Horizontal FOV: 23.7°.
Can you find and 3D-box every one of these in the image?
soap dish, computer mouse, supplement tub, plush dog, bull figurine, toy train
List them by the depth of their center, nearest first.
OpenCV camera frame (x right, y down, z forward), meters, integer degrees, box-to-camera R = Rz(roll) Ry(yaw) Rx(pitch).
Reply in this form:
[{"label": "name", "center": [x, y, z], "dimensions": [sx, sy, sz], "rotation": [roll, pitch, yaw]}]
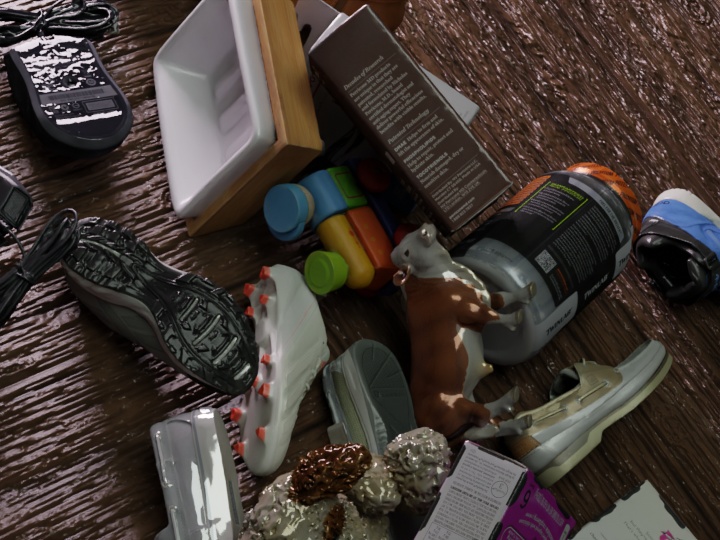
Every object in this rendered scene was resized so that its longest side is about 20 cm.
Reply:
[{"label": "plush dog", "center": [-0.035, 0.200, 1.318], "dimensions": [0.160, 0.201, 0.172], "rotation": [22, 5, 21]}, {"label": "computer mouse", "center": [-0.331, -0.030, 1.428], "dimensions": [0.200, 0.046, 0.141], "rotation": [35, 80, 24]}, {"label": "bull figurine", "center": [0.085, 0.058, 1.478], "dimensions": [0.121, 0.201, 0.065], "rotation": [4, 11, 23]}, {"label": "toy train", "center": [0.000, 0.000, 1.513], "dimensions": [0.115, 0.085, 0.201], "rotation": [-13, 69, -47]}, {"label": "soap dish", "center": [-0.111, -0.149, 1.543], "dimensions": [0.081, 0.157, 0.201], "rotation": [13, 52, -36]}, {"label": "computer mouse", "center": [-0.264, -0.164, 1.549], "dimensions": [0.138, 0.053, 0.201], "rotation": [-7, 49, -25]}, {"label": "supplement tub", "center": [0.169, -0.012, 1.586], "dimensions": [0.123, 0.123, 0.200], "rotation": [45, 53, 9]}]

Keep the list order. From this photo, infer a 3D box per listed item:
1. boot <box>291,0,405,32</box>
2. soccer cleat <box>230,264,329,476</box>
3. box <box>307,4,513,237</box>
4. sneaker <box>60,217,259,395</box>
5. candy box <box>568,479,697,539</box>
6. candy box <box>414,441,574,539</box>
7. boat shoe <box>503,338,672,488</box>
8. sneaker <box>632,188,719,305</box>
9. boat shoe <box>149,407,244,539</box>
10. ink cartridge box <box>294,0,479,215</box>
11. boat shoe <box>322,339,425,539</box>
[{"label": "boot", "center": [-0.047, -0.290, 1.654], "dimensions": [0.199, 0.155, 0.074], "rotation": [19, 53, -11]}, {"label": "soccer cleat", "center": [-0.061, 0.085, 1.460], "dimensions": [0.077, 0.069, 0.201], "rotation": [21, 53, -27]}, {"label": "box", "center": [0.042, -0.127, 1.496], "dimensions": [0.075, 0.100, 0.200], "rotation": [-37, 88, -1]}, {"label": "sneaker", "center": [-0.166, 0.035, 1.432], "dimensions": [0.200, 0.079, 0.074], "rotation": [37, 61, 10]}, {"label": "candy box", "center": [0.211, 0.286, 1.447], "dimensions": [0.200, 0.061, 0.137], "rotation": [-28, 72, -34]}, {"label": "candy box", "center": [0.080, 0.250, 1.314], "dimensions": [0.061, 0.136, 0.201], "rotation": [22, 76, 31]}, {"label": "boat shoe", "center": [0.207, 0.113, 1.550], "dimensions": [0.068, 0.075, 0.200], "rotation": [49, 54, 5]}, {"label": "sneaker", "center": [0.358, 0.008, 1.681], "dimensions": [0.200, 0.077, 0.111], "rotation": [35, 46, 7]}, {"label": "boat shoe", "center": [-0.129, 0.209, 1.350], "dimensions": [0.068, 0.072, 0.201], "rotation": [-12, 77, 7]}, {"label": "ink cartridge box", "center": [-0.003, -0.157, 1.611], "dimensions": [0.200, 0.116, 0.068], "rotation": [34, 50, 2]}, {"label": "boat shoe", "center": [0.015, 0.161, 1.452], "dimensions": [0.074, 0.065, 0.203], "rotation": [4, 61, -44]}]
